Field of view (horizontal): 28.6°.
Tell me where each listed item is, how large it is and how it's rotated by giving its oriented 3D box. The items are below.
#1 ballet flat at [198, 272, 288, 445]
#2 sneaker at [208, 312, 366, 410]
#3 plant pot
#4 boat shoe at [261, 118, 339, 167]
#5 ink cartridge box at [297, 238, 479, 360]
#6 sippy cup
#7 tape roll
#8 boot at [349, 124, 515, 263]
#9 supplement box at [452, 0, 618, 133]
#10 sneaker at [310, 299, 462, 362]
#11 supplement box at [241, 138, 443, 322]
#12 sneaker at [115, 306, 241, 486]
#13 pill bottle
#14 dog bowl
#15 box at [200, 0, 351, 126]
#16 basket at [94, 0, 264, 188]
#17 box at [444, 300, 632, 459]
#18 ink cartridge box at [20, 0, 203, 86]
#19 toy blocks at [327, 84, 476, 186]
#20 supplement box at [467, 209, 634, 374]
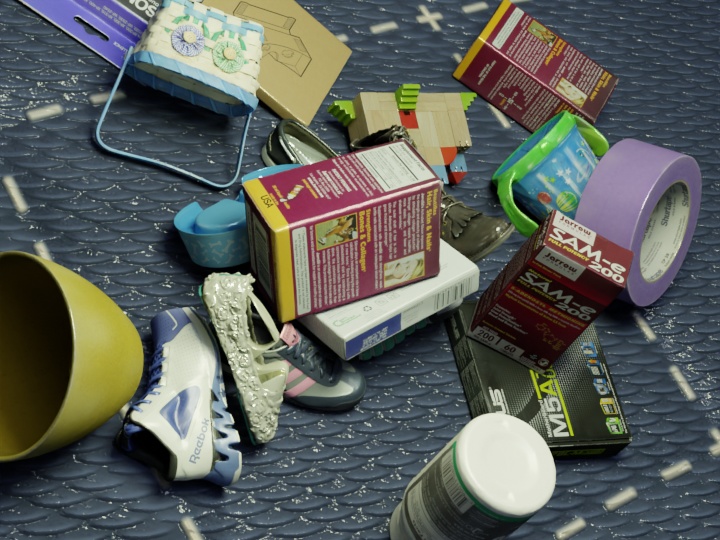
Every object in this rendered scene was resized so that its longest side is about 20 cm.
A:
[{"bbox_3d":[-0.112,0.093,1.491,0.072,0.071,0.202,-35,116,-39],"label":"ballet flat"},{"bbox_3d":[-0.076,0.096,1.564,0.198,0.082,0.071,18,50,-16],"label":"sneaker"},{"bbox_3d":[-0.300,0.089,1.405,0.141,0.199,0.201,10,50,-53],"label":"plant pot"},{"bbox_3d":[-0.035,-0.105,1.733,0.199,0.060,0.076,37,50,0],"label":"boat shoe"},{"bbox_3d":[0.000,0.000,1.627,0.199,0.041,0.200,-26,46,-26],"label":"ink cartridge box"},{"bbox_3d":[0.263,-0.117,1.859,0.178,0.140,0.130,-43,94,1],"label":"sippy cup"},{"bbox_3d":[0.353,-0.061,1.806,0.084,0.201,0.200,20,42,31],"label":"tape roll"},{"bbox_3d":[0.078,-0.094,1.679,0.069,0.199,0.175,-43,115,-29],"label":"boot"},{"bbox_3d":[0.244,-0.269,1.970,0.199,0.086,0.111,35,49,-1],"label":"supplement box"},{"bbox_3d":[0.021,0.046,1.675,0.198,0.075,0.087,-19,29,-22],"label":"sneaker"},{"bbox_3d":[-0.018,-0.046,1.548,0.198,0.132,0.103,-16,40,-18],"label":"supplement box"},{"bbox_3d":[-0.202,0.135,1.475,0.114,0.081,0.201,-4,63,-32],"label":"sneaker"},{"bbox_3d":[0.112,0.242,1.486,0.112,0.200,0.114,13,54,-19],"label":"pill bottle"},{"bbox_3d":[-0.123,-0.063,1.637,0.111,0.050,0.199,15,36,41],"label":"dog bowl"},{"bbox_3d":[-0.117,-0.293,1.817,0.200,0.021,0.164,39,49,-15],"label":"box"},{"bbox_3d":[-0.208,-0.216,1.680,0.175,0.139,0.202,17,88,-17],"label":"basket"},{"bbox_3d":[0.214,0.131,1.714,0.191,0.048,0.202,3,57,-27],"label":"box"},{"bbox_3d":[-0.299,-0.354,1.776,0.197,0.043,0.201,33,51,-5],"label":"ink cartridge box"},{"bbox_3d":[0.068,-0.155,1.811,0.198,0.100,0.138,-4,72,-28],"label":"toy blocks"},{"bbox_3d":[0.215,0.028,1.625,0.108,0.200,0.061,27,50,-5],"label":"supplement box"}]
